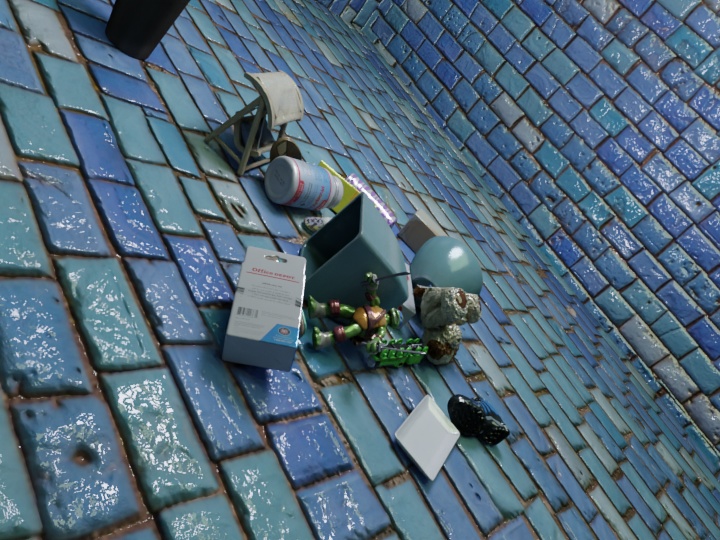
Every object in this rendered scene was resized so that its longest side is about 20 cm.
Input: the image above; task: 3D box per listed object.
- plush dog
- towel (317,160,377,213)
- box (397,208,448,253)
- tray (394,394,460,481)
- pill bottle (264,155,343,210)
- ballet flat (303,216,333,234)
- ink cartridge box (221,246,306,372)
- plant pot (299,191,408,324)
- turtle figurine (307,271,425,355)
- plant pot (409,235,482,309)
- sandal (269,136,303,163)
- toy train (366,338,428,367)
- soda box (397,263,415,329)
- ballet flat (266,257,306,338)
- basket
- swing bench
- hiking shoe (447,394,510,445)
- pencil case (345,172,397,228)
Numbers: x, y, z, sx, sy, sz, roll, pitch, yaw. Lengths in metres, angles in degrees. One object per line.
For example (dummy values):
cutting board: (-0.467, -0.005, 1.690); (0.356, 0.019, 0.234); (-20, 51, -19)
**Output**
plush dog: (0.187, 0.132, 1.405); (0.199, 0.156, 0.177); (18, 78, -63)
towel: (-0.052, -0.198, 1.614); (0.198, 0.087, 0.018); (38, -6, -14)
box: (0.216, -0.081, 1.825); (0.200, 0.095, 0.078); (44, 26, 1)
tray: (0.129, 0.324, 1.174); (0.108, 0.022, 0.199); (48, 26, 8)
pill bottle: (-0.132, -0.206, 1.466); (0.198, 0.109, 0.110); (4, 46, -53)
ballet flat: (-0.047, -0.091, 1.473); (0.198, 0.072, 0.073); (31, 28, -27)
ink cartridge box: (-0.155, 0.060, 1.006); (0.113, 0.068, 0.203); (12, 43, -9)
plant pot: (0.000, 0.000, 1.278); (0.200, 0.195, 0.198); (43, 24, -21)
turtle figurine: (0.003, 0.080, 1.130); (0.188, 0.149, 0.200); (-5, 6, -14)
plant pot: (0.196, 0.032, 1.542); (0.201, 0.201, 0.134); (48, 45, 9)
sandal: (-0.175, -0.274, 1.489); (0.055, 0.079, 0.200); (65, 6, 21)
toy train: (0.077, 0.177, 1.274); (0.042, 0.057, 0.198); (42, 21, 32)
soda box: (0.084, 0.047, 1.471); (0.067, 0.064, 0.202); (34, 28, -22)
ballet flat: (-0.161, 0.049, 1.113); (0.066, 0.069, 0.202); (-1, 43, -31)
basket: (-0.501, -0.613, 1.405); (0.181, 0.201, 0.135); (50, 27, 16)
swing bench: (-0.234, -0.357, 1.429); (0.130, 0.200, 0.199); (43, 25, -1)
hiking shoe: (0.246, 0.315, 1.321); (0.199, 0.074, 0.087); (39, 16, -35)
pencil case: (0.018, -0.179, 1.689); (0.201, 0.084, 0.086); (49, -10, 4)
